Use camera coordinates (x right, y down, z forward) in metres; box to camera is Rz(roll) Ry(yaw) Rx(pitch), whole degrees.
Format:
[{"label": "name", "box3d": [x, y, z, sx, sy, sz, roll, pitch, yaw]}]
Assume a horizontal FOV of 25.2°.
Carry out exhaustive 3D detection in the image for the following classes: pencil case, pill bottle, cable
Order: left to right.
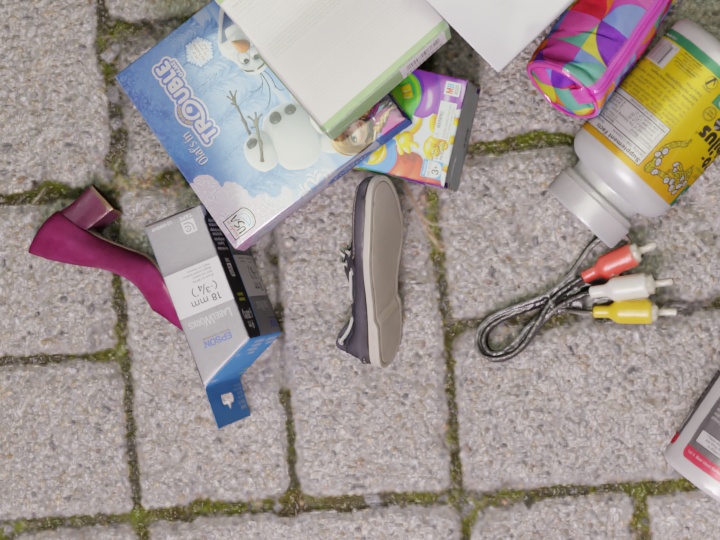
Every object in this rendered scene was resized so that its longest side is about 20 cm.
[{"label": "cable", "box3d": [0.196, 0.023, 1.531, 0.199, 0.050, 0.098, -17, 84, 10]}, {"label": "pencil case", "box3d": [0.236, -0.235, 1.475, 0.088, 0.088, 0.200, 35, 79, 9]}, {"label": "pill bottle", "box3d": [0.269, -0.122, 1.484, 0.113, 0.113, 0.200, 43, 98, 8]}, {"label": "pill bottle", "box3d": [0.374, 0.118, 1.467, 0.111, 0.111, 0.200, 34, 97, 9]}]

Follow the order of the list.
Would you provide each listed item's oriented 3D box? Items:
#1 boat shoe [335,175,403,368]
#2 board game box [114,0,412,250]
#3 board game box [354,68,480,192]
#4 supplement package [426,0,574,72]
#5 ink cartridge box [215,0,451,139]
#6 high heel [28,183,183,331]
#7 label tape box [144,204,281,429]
[{"label": "boat shoe", "box3d": [0.000, 0.000, 1.535, 0.063, 0.073, 0.201, 13, 122, 26]}, {"label": "board game box", "box3d": [-0.090, -0.157, 1.482, 0.199, 0.043, 0.200, -37, 83, 8]}, {"label": "board game box", "box3d": [0.002, -0.148, 1.541, 0.199, 0.103, 0.105, 13, 93, 11]}, {"label": "supplement package", "box3d": [0.138, -0.302, 1.422, 0.147, 0.200, 0.191, 44, 104, -7]}, {"label": "ink cartridge box", "box3d": [-0.037, -0.239, 1.432, 0.145, 0.048, 0.200, -41, 82, 2]}, {"label": "high heel", "box3d": [-0.242, 0.013, 1.610, 0.096, 0.067, 0.200, -43, 69, 3]}, {"label": "label tape box", "box3d": [-0.129, 0.042, 1.549, 0.063, 0.144, 0.201, -21, 87, 9]}]
